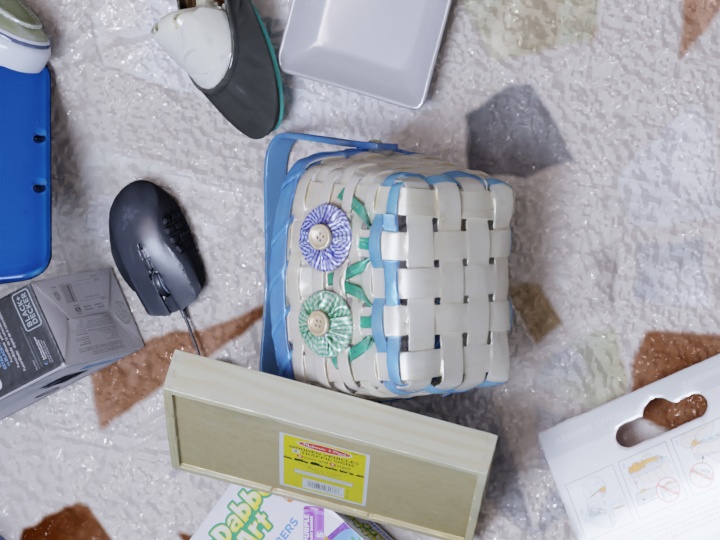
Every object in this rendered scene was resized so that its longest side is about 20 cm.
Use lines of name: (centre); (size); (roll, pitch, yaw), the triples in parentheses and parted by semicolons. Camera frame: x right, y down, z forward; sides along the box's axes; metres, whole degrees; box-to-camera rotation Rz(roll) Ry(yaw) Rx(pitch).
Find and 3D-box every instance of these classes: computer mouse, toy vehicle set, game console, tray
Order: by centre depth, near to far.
toy vehicle set: (-0.020, 0.111, 1.344); (0.199, 0.124, 0.027); (15, 63, 4)
tray: (0.020, -0.210, 1.398); (0.107, 0.022, 0.201); (18, 99, 22)
computer mouse: (-0.121, 0.035, 1.459); (0.058, 0.034, 0.201); (-24, 83, 21)
game console: (-0.290, -0.032, 1.483); (0.171, 0.118, 0.201); (-55, 30, 41)

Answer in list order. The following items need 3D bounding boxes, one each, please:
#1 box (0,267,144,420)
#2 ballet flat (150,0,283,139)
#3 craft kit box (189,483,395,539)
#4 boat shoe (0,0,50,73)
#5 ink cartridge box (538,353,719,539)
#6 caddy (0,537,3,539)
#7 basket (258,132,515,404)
box: (-0.259, 0.070, 1.475); (0.199, 0.117, 0.060); (-26, 85, 20)
ballet flat: (-0.107, -0.179, 1.426); (0.068, 0.068, 0.201); (-23, 79, 51)
craft kit box: (-0.042, 0.246, 1.428); (0.197, 0.048, 0.200); (41, 106, 20)
boat shoe: (-0.281, -0.207, 1.500); (0.200, 0.072, 0.062); (39, 107, 20)
ink cartridge box: (0.214, 0.162, 1.321); (0.162, 0.050, 0.201); (-26, 73, 22)
caddy: (-0.318, 0.226, 1.508); (0.200, 0.105, 0.142); (39, 106, 17)
basket: (0.000, 0.000, 1.360); (0.200, 0.139, 0.177); (0, 91, 57)
